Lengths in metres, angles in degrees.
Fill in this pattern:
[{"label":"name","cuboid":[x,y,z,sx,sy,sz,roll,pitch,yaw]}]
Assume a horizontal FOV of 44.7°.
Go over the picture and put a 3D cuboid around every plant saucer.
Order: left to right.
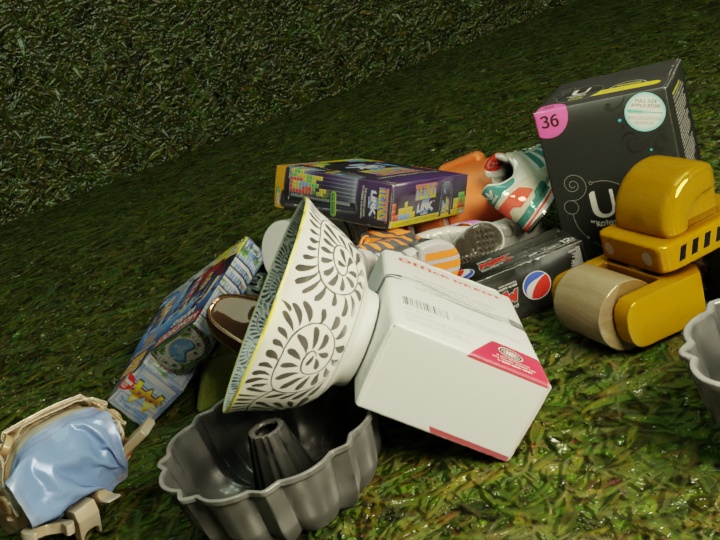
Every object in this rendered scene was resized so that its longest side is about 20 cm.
[{"label":"plant saucer","cuboid":[-0.115,0.082,1.099,0.200,0.048,0.200,-19,19,-2]}]

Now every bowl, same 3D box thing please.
[{"label":"bowl","cuboid":[-0.042,0.045,0.769,0.094,0.201,0.201,20,17,-9]}]

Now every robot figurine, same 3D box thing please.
[{"label":"robot figurine","cuboid":[0.154,-0.091,1.215,0.200,0.144,0.117,-16,1,9]}]

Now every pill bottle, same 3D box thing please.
[{"label":"pill bottle","cuboid":[-0.029,-0.033,1.151,0.111,0.111,0.200,0,6,43]}]

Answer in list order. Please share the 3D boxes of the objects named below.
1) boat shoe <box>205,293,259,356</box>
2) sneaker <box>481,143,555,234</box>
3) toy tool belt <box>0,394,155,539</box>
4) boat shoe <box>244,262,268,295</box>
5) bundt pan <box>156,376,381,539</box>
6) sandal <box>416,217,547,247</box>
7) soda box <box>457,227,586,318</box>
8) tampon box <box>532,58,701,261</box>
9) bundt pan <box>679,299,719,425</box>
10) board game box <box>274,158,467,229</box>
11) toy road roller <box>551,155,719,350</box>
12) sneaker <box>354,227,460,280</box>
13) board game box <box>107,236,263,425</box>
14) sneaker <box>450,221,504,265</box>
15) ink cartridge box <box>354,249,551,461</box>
[{"label":"boat shoe","cuboid":[-0.070,0.067,0.885,0.200,0.068,0.072,23,68,17]},{"label":"sneaker","cuboid":[0.213,-0.136,1.117,0.200,0.093,0.070,-60,1,-42]},{"label":"toy tool belt","cuboid":[-0.293,0.202,0.826,0.123,0.125,0.200,-14,18,40]},{"label":"boat shoe","cuboid":[-0.149,0.020,1.270,0.074,0.066,0.199,-8,21,36]},{"label":"bundt pan","cuboid":[-0.072,0.170,0.771,0.201,0.076,0.202,-16,19,6]},{"label":"sandal","cuboid":[0.140,-0.037,1.131,0.202,0.083,0.050,-9,41,-11]},{"label":"soda box","cuboid":[0.154,0.020,0.989,0.200,0.063,0.071,-21,19,-6]},{"label":"tampon box","cuboid":[0.309,-0.121,1.022,0.150,0.200,0.126,-8,22,31]},{"label":"bundt pan","cuboid":[0.339,0.073,0.625,0.201,0.076,0.202,-16,19,6]},{"label":"board game box","cuboid":[0.017,-0.101,1.090,0.165,0.057,0.200,11,14,29]},{"label":"toy road roller","cuboid":[0.285,-0.025,0.863,0.200,0.146,0.123,-24,19,-16]},{"label":"sneaker","cuboid":[0.000,0.000,0.959,0.200,0.078,0.112,-6,14,-25]},{"label":"board game box","cuboid":[-0.207,0.081,1.041,0.200,0.062,0.200,-31,25,42]},{"label":"sneaker","cuboid":[0.092,0.023,1.070,0.200,0.073,0.085,-31,-21,-3]},{"label":"ink cartridge box","cuboid":[0.074,0.069,0.802,0.145,0.084,0.200,21,17,-8]}]
